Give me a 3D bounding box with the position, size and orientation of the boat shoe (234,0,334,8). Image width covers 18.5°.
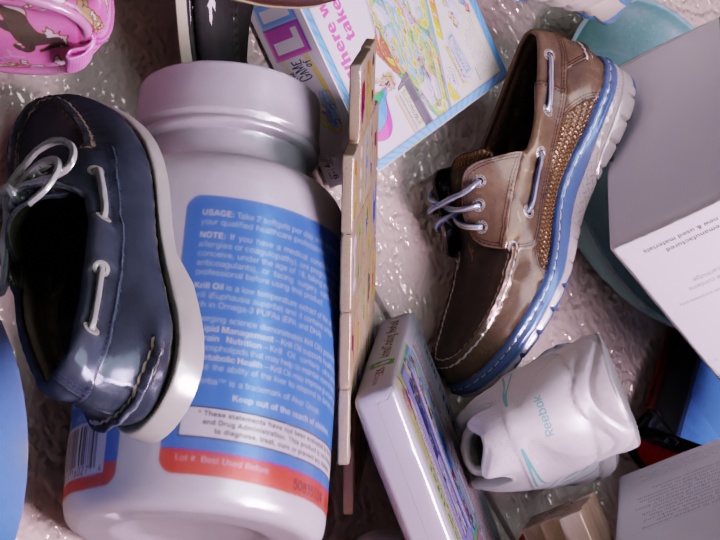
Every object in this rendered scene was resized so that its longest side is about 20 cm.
[{"bbox_3d":[-0.044,-0.155,0.930,0.200,0.072,0.072,29,83,-55],"label":"boat shoe"}]

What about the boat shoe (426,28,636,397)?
[{"bbox_3d":[0.072,-0.033,1.145,0.072,0.072,0.201,32,67,-22],"label":"boat shoe"}]

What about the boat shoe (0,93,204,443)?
[{"bbox_3d":[-0.117,-0.011,0.883,0.062,0.075,0.200,23,32,-34],"label":"boat shoe"}]

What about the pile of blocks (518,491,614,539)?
[{"bbox_3d":[0.120,0.202,1.088,0.200,0.062,0.082,62,14,-21],"label":"pile of blocks"}]

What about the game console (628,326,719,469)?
[{"bbox_3d":[0.254,0.126,1.273,0.119,0.172,0.200,-48,117,-14],"label":"game console"}]

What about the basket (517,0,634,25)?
[{"bbox_3d":[0.090,-0.229,1.149,0.200,0.139,0.177,18,36,-55],"label":"basket"}]

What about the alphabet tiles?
[{"bbox_3d":[0.000,0.000,1.006,0.166,0.006,0.201,-69,160,-77],"label":"alphabet tiles"}]

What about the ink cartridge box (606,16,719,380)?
[{"bbox_3d":[0.216,-0.013,1.194,0.200,0.084,0.146,46,31,-33],"label":"ink cartridge box"}]

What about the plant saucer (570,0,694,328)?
[{"bbox_3d":[0.167,-0.058,1.281,0.200,0.036,0.201,18,64,-43],"label":"plant saucer"}]

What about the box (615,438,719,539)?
[{"bbox_3d":[0.188,0.169,1.062,0.125,0.097,0.200,65,14,-11],"label":"box"}]

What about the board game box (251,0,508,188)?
[{"bbox_3d":[-0.009,-0.160,1.121,0.134,0.034,0.201,-37,107,-47],"label":"board game box"}]

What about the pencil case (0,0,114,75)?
[{"bbox_3d":[-0.137,-0.180,0.949,0.083,0.086,0.201,43,49,-54],"label":"pencil case"}]

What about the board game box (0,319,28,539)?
[{"bbox_3d":[-0.212,0.069,0.830,0.200,0.039,0.158,-43,117,-43],"label":"board game box"}]

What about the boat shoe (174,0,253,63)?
[{"bbox_3d":[-0.056,-0.169,1.015,0.074,0.063,0.202,-126,-142,-86],"label":"boat shoe"}]

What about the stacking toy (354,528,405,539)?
[{"bbox_3d":[0.001,0.185,0.982,0.146,0.146,0.200,55,30,-21],"label":"stacking toy"}]

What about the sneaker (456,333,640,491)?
[{"bbox_3d":[0.085,0.075,1.093,0.200,0.080,0.071,74,-6,-79],"label":"sneaker"}]

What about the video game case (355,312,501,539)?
[{"bbox_3d":[0.046,0.129,1.037,0.182,0.022,0.201,-66,136,-80],"label":"video game case"}]

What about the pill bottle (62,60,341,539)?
[{"bbox_3d":[-0.063,0.017,0.951,0.112,0.112,0.201,23,64,-42],"label":"pill bottle"}]
